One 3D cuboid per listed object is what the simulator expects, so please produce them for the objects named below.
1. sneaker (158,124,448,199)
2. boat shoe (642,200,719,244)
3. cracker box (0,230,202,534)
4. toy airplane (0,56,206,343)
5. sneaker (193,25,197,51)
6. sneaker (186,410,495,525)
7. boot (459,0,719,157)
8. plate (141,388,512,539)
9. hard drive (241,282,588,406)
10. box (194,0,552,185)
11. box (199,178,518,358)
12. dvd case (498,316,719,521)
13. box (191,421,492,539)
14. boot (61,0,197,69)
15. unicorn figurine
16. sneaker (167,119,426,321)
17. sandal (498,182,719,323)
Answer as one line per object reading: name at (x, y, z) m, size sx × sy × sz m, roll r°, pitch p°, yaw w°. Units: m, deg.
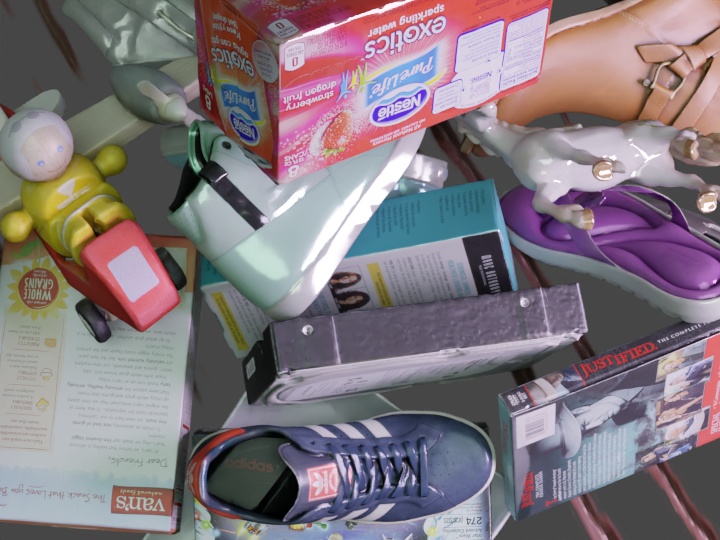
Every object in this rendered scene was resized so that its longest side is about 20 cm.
sneaker at (-0.043, -0.053, 1.041) m, size 0.200 × 0.074 × 0.082 m, roll 9°, pitch 87°, yaw 2°
boat shoe at (0.247, 0.003, 1.042) m, size 0.200 × 0.057 × 0.067 m, roll 25°, pitch 91°, yaw 1°
cracker box at (-0.182, 0.075, 1.037) m, size 0.134 × 0.058 × 0.200 m, roll 5°, pitch 79°, yaw 1°
toy airplane at (-0.200, -0.064, 0.968) m, size 0.199 × 0.141 × 0.200 m, roll 5°, pitch 63°, yaw 5°
sneaker at (-0.080, -0.205, 0.985) m, size 0.075 × 0.200 × 0.115 m, roll 0°, pitch 118°, yaw -15°
sneaker at (-0.013, 0.130, 0.963) m, size 0.200 × 0.085 × 0.075 m, roll -6°, pitch 88°, yaw 1°
boot at (0.177, -0.120, 1.039) m, size 0.155 × 0.074 × 0.200 m, roll 40°, pitch 96°, yaw -5°
plate at (-0.024, 0.177, 1.061) m, size 0.200 × 0.032 × 0.200 m, roll 34°, pitch 91°, yaw 1°
hard drive at (0.031, 0.051, 0.985) m, size 0.200 × 0.140 × 0.038 m, roll -8°, pitch 79°, yaw -14°
box at (0.009, -0.143, 0.897) m, size 0.200 × 0.100 × 0.095 m, roll -24°, pitch 48°, yaw -26°
box at (0.000, 0.000, 1.015) m, size 0.200 × 0.082 × 0.049 m, roll -11°, pitch 49°, yaw 9°
dvd case at (0.186, 0.088, 0.994) m, size 0.200 × 0.146 × 0.022 m, roll -22°, pitch 55°, yaw -8°
box at (-0.012, 0.173, 1.025) m, size 0.200 × 0.040 × 0.137 m, roll -2°, pitch 90°, yaw 1°
boot at (-0.110, -0.152, 1.051) m, size 0.200 × 0.074 × 0.096 m, roll 39°, pitch 99°, yaw 7°
unicorn figurine at (0.141, -0.076, 0.969) m, size 0.200 × 0.137 × 0.074 m, roll 10°, pitch 108°, yaw -23°
sneaker at (-0.038, -0.080, 0.947) m, size 0.118 × 0.074 × 0.200 m, roll 40°, pitch 62°, yaw -16°
sandal at (0.171, -0.030, 0.996) m, size 0.082 × 0.203 × 0.050 m, roll -36°, pitch 132°, yaw -27°
